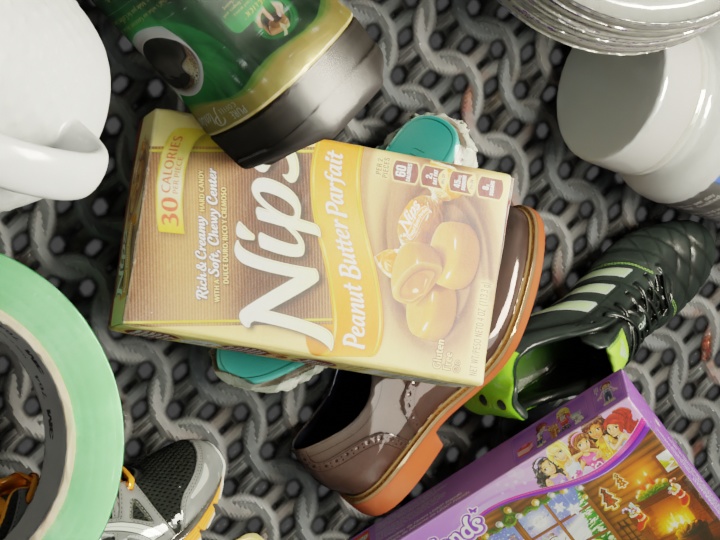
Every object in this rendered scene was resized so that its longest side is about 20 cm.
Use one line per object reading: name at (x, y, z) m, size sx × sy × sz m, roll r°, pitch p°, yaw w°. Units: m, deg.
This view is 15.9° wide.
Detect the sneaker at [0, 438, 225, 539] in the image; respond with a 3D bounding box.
sneaker at (-0.160, 0.137, 1.368) m, size 0.199 × 0.078 × 0.078 m, roll -30°, pitch 111°, yaw -24°

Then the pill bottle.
pill bottle at (0.219, -0.085, 1.532) m, size 0.199 × 0.114 × 0.114 m, roll 16°, pitch 94°, yaw -36°

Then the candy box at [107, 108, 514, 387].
candy box at (-0.026, -0.010, 1.373) m, size 0.199 × 0.055 × 0.116 m, roll 10°, pitch 83°, yaw -15°

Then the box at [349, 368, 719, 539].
box at (0.108, 0.165, 1.504) m, size 0.199 × 0.039 × 0.137 m, roll -34°, pitch 111°, yaw 13°

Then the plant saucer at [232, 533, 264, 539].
plant saucer at (-0.122, 0.266, 1.445) m, size 0.199 × 0.048 × 0.201 m, roll -27°, pitch 117°, yaw -26°

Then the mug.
mug at (-0.197, -0.086, 1.205) m, size 0.175 × 0.200 × 0.148 m, roll 16°, pitch 105°, yaw -45°

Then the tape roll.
tape roll at (-0.219, 0.086, 1.290) m, size 0.199 × 0.048 × 0.202 m, roll 2°, pitch 85°, yaw -21°

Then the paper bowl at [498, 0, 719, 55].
paper bowl at (0.150, -0.226, 1.404) m, size 0.199 × 0.104 × 0.202 m, roll 3°, pitch 78°, yaw -14°

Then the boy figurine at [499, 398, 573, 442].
boy figurine at (0.130, 0.180, 1.570) m, size 0.124 × 0.064 × 0.201 m, roll -6°, pitch 111°, yaw 2°

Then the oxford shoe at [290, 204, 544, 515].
oxford shoe at (0.035, 0.041, 1.474) m, size 0.072 × 0.071 × 0.201 m, roll 35°, pitch 83°, yaw -30°

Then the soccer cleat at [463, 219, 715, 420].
soccer cleat at (0.145, 0.034, 1.536) m, size 0.199 × 0.081 × 0.068 m, roll -30°, pitch 118°, yaw -24°

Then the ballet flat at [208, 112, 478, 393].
ballet flat at (0.000, 0.000, 1.445) m, size 0.200 × 0.072 × 0.072 m, roll -48°, pitch 124°, yaw -11°

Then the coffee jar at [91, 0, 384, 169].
coffee jar at (-0.080, -0.143, 1.287) m, size 0.200 × 0.104 × 0.085 m, roll 49°, pitch 67°, yaw -12°
